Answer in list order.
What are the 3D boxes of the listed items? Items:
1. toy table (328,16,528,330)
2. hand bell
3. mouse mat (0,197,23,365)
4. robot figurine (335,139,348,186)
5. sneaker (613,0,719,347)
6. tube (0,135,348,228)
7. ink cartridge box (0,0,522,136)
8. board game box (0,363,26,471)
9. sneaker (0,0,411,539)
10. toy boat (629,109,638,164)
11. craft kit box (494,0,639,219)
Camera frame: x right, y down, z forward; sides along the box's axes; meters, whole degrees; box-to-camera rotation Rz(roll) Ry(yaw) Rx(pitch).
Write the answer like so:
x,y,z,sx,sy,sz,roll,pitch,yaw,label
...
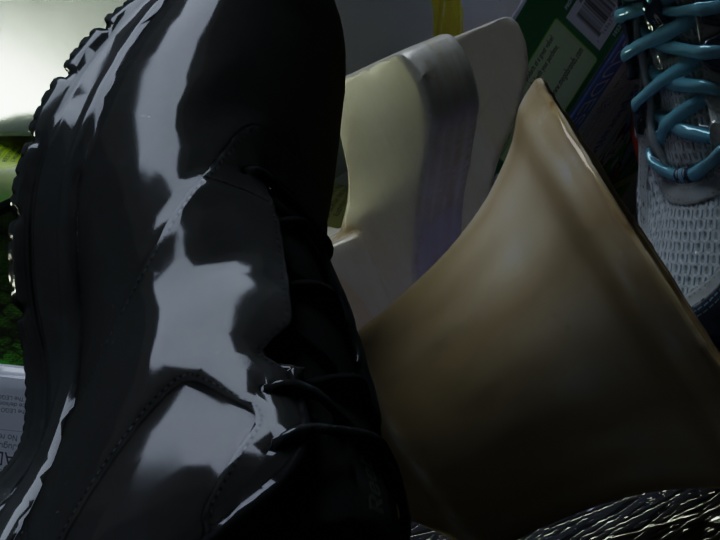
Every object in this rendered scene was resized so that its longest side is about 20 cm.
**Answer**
x,y,z,sx,sy,sz,roll,pitch,yaw,label
0.000,0.000,0.787,0.183,0.118,0.199,-26,5,-42,toy table
-0.016,0.056,0.540,0.199,0.104,0.104,-33,3,7,hand bell
-0.131,0.034,0.965,0.199,0.161,0.008,-18,49,38,mouse mat
-0.026,-0.023,1.040,0.200,0.113,0.169,-36,13,-14,robot figurine
0.102,-0.077,0.754,0.086,0.201,0.077,20,-17,-39,sneaker
-0.075,-0.025,0.919,0.199,0.052,0.058,16,-16,14,tube
-0.032,-0.113,0.921,0.199,0.084,0.145,-20,14,-37,ink cartridge box
-0.106,0.047,0.644,0.125,0.035,0.200,6,-7,7,board game box
-0.026,0.027,0.473,0.090,0.201,0.076,-5,-30,36,sneaker
0.171,-0.081,0.822,0.130,0.131,0.200,-25,6,-37,toy boat
0.103,-0.068,0.963,0.197,0.049,0.200,-23,-27,-47,craft kit box
